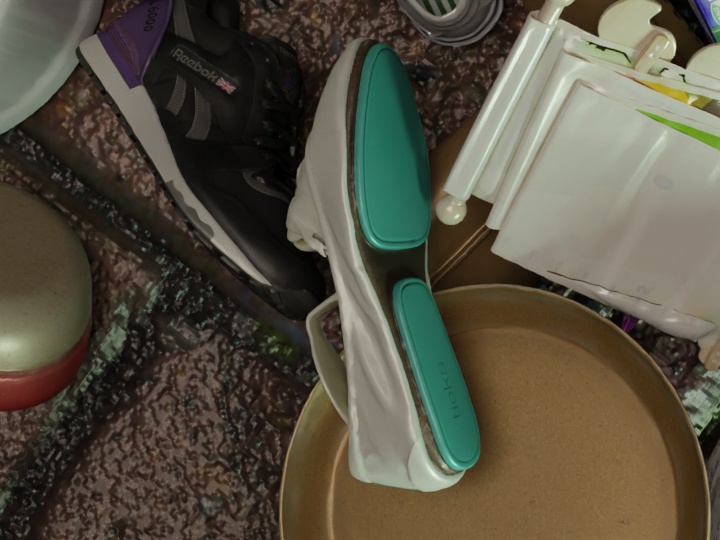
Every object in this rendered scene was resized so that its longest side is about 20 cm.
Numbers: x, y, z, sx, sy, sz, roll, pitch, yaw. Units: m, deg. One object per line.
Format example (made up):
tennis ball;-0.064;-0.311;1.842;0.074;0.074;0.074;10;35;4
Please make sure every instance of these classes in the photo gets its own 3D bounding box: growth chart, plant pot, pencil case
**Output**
growth chart;0.135;-0.034;0.824;0.199;0.018;0.145;28;119;-14
plant pot;0.059;0.107;0.842;0.199;0.027;0.201;-3;81;23
pencil case;0.115;0.128;0.890;0.092;0.085;0.201;-19;85;13

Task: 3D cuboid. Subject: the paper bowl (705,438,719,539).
paper bowl;0.250;0.128;0.821;0.200;0.104;0.202;1;82;-10

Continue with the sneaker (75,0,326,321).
sneaker;-0.059;-0.069;0.908;0.087;0.076;0.200;-38;60;4

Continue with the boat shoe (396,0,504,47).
boat shoe;0.011;-0.204;0.922;0.073;0.067;0.200;-34;83;9

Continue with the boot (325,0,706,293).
boot;0.059;-0.068;0.883;0.200;0.066;0.175;-43;114;8

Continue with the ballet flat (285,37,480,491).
ballet flat;0.000;0.000;0.833;0.069;0.069;0.201;-13;83;12

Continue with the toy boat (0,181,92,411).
toy boat;-0.234;0.022;0.961;0.199;0.131;0.131;18;124;12

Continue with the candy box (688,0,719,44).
candy box;0.256;-0.121;0.829;0.199;0.077;0.169;-29;117;10

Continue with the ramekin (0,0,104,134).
ramekin;-0.237;-0.164;0.959;0.199;0.098;0.202;0;89;12
